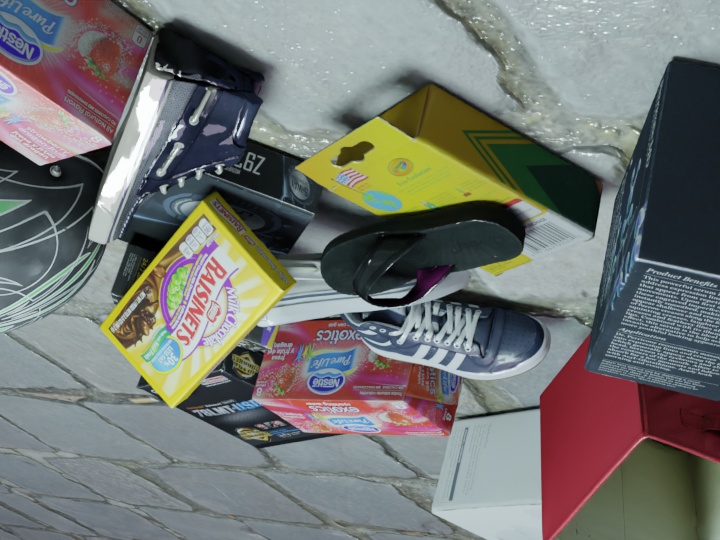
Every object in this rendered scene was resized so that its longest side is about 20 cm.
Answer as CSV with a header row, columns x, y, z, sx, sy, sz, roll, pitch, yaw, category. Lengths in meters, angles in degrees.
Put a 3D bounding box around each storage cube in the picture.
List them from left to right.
x,y,z,sx,sy,sz,roll,pitch,yaw,category
0.270,0.150,1.157,0.171,0.180,0.200,20,131,-12,storage cube

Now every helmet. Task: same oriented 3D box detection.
x,y,z,sx,sy,sz,roll,pitch,yaw,category
-0.320,-0.040,1.149,0.191,0.200,0.200,40,163,19,helmet

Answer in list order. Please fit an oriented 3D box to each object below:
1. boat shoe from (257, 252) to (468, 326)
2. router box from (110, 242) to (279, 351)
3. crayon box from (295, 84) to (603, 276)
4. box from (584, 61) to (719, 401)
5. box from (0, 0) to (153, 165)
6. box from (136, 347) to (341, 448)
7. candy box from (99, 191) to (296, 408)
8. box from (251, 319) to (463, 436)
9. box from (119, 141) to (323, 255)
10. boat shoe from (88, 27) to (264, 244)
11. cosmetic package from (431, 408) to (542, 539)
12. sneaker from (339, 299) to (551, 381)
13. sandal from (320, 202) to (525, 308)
x,y,z,sx,sy,sz,roll,pitch,yaw,category
0.000,0.000,1.156,0.200,0.067,0.074,-11,-172,-21,boat shoe
-0.161,0.030,1.305,0.157,0.052,0.200,20,173,-8,router box
0.067,-0.071,1.013,0.200,0.051,0.127,26,154,-25,crayon box
0.230,-0.020,0.907,0.107,0.149,0.200,13,156,5,box
-0.259,-0.170,0.929,0.095,0.103,0.200,-8,146,43,box
-0.142,0.155,1.642,0.198,0.050,0.200,30,152,-32,box
-0.143,0.030,1.142,0.102,0.026,0.200,46,130,2,candy box
-0.001,0.113,1.402,0.200,0.096,0.100,-3,151,36,box
-0.133,-0.058,1.170,0.160,0.044,0.200,21,156,-11,box
-0.142,-0.084,1.020,0.093,0.075,0.200,18,133,-15,boat shoe
0.229,0.253,1.537,0.199,0.123,0.200,30,154,-30,cosmetic package
0.071,0.048,1.248,0.200,0.070,0.109,5,156,30,sneaker
0.037,-0.005,1.040,0.075,0.048,0.200,35,146,-32,sandal
